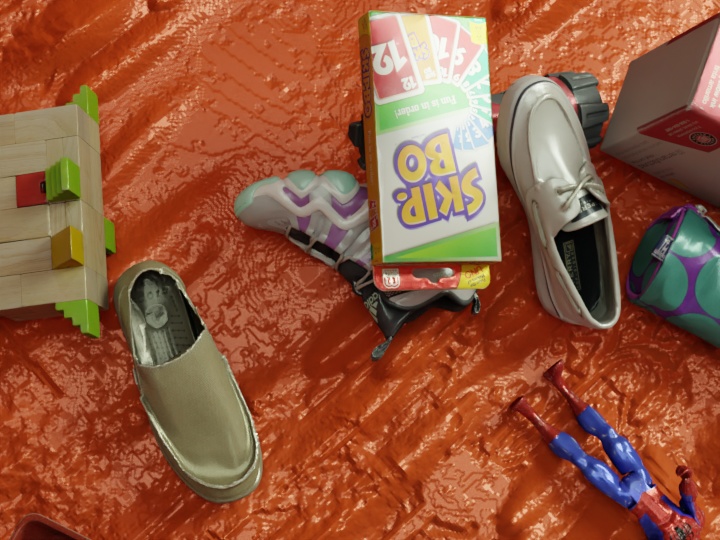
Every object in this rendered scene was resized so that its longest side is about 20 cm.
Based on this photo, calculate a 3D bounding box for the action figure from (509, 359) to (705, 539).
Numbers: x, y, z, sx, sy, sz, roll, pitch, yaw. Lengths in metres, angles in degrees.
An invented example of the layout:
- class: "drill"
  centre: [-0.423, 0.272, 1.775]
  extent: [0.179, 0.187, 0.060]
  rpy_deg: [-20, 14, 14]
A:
- class: "action figure"
  centre: [0.203, 0.156, 0.935]
  extent: [0.065, 0.099, 0.200]
  rpy_deg: [-42, 85, -10]

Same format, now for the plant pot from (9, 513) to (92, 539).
- class: "plant pot"
  centre: [-0.142, 0.301, 0.819]
  extent: [0.199, 0.176, 0.200]
  rpy_deg: [17, 75, 27]

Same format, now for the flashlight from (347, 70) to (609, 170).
- class: "flashlight"
  centre: [0.096, -0.109, 0.975]
  extent: [0.199, 0.068, 0.068]
  rpy_deg: [-15, 81, -27]

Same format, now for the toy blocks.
- class: "toy blocks"
  centre: [-0.270, -0.039, 0.963]
  extent: [0.136, 0.100, 0.201]
  rpy_deg: [-7, 77, 7]

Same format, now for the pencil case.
- class: "pencil case"
  centre: [0.311, 0.024, 0.974]
  extent: [0.200, 0.085, 0.093]
  rpy_deg: [26, 103, 3]

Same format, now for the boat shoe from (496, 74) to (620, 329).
- class: "boat shoe"
  centre: [0.156, -0.048, 0.948]
  extent: [0.072, 0.066, 0.201]
  rpy_deg: [-17, 108, -21]

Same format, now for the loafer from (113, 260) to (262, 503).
- class: "loafer"
  centre: [-0.136, 0.081, 0.945]
  extent: [0.075, 0.068, 0.200]
  rpy_deg: [-27, 80, -9]

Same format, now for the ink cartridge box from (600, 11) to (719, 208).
- class: "ink cartridge box"
  centre: [0.308, -0.099, 0.951]
  extent: [0.199, 0.145, 0.084]
  rpy_deg: [24, 77, -11]

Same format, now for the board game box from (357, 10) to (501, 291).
- class: "board game box"
  centre: [0.051, -0.086, 0.912]
  extent: [0.095, 0.030, 0.201]
  rpy_deg: [-1, 87, -21]

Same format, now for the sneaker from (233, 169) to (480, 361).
- class: "sneaker"
  centre: [0.000, 0.000, 0.967]
  extent: [0.199, 0.078, 0.140]
  rpy_deg: [2, 76, -2]
